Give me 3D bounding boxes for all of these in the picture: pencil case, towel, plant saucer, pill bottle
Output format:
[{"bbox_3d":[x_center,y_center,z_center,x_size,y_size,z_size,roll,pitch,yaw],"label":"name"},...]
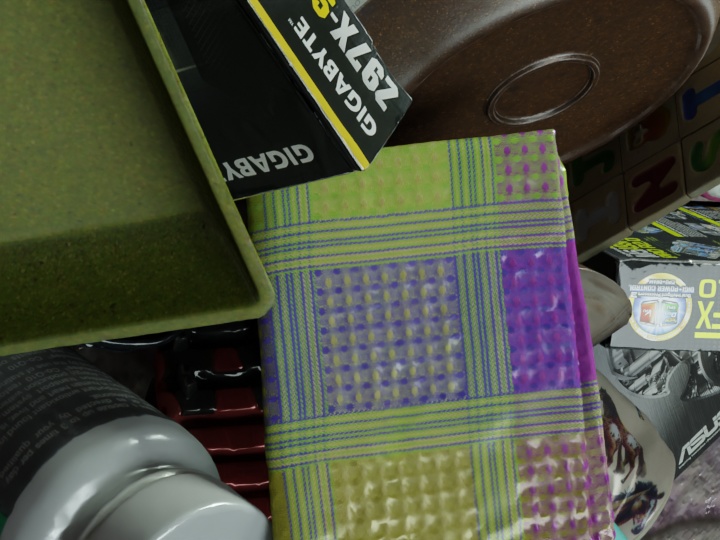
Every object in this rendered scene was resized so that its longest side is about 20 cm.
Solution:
[{"bbox_3d":[0.072,0.065,1.482,0.200,0.078,0.090,43,46,-20],"label":"pencil case"},{"bbox_3d":[0.027,0.049,1.228,0.143,0.023,0.201,-7,90,-13],"label":"towel"},{"bbox_3d":[0.074,-0.090,1.301,0.200,0.035,0.200,-18,156,-8],"label":"plant saucer"},{"bbox_3d":[-0.149,-0.058,1.096,0.048,0.199,0.200,-77,152,-48],"label":"plant saucer"},{"bbox_3d":[-0.130,0.096,1.267,0.113,0.200,0.113,-24,128,-34],"label":"pill bottle"}]

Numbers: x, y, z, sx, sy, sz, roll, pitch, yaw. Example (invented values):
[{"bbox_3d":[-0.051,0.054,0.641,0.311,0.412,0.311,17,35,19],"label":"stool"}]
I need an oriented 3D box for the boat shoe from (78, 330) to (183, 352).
[{"bbox_3d":[-0.153,-0.017,1.262,0.200,0.062,0.075,26,95,-33],"label":"boat shoe"}]

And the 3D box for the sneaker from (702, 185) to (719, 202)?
[{"bbox_3d":[0.165,-0.086,1.537,0.200,0.081,0.089,-7,116,-47],"label":"sneaker"}]

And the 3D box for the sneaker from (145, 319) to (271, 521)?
[{"bbox_3d":[-0.060,0.116,1.348,0.071,0.201,0.098,0,152,-15],"label":"sneaker"}]

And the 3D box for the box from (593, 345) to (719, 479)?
[{"bbox_3d":[0.113,0.077,1.610,0.200,0.048,0.159,-41,137,-19],"label":"box"}]

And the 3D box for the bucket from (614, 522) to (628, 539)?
[{"bbox_3d":[0.047,0.176,1.392,0.207,0.207,0.135,-41,105,-19],"label":"bucket"}]

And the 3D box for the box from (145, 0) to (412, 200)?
[{"bbox_3d":[-0.102,-0.093,1.135,0.160,0.200,0.049,56,46,-24],"label":"box"}]

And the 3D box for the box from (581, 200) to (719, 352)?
[{"bbox_3d":[0.164,0.000,1.460,0.160,0.200,0.044,1,100,-16],"label":"box"}]

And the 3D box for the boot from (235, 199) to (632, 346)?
[{"bbox_3d":[0.000,0.000,1.316,0.186,0.200,0.064,-7,113,-22],"label":"boot"}]

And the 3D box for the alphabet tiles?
[{"bbox_3d":[0.120,-0.083,1.398,0.200,0.167,0.006,-31,133,32],"label":"alphabet tiles"}]

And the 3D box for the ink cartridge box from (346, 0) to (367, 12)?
[{"bbox_3d":[-0.075,-0.158,1.255,0.146,0.083,0.200,-50,139,-7],"label":"ink cartridge box"}]
